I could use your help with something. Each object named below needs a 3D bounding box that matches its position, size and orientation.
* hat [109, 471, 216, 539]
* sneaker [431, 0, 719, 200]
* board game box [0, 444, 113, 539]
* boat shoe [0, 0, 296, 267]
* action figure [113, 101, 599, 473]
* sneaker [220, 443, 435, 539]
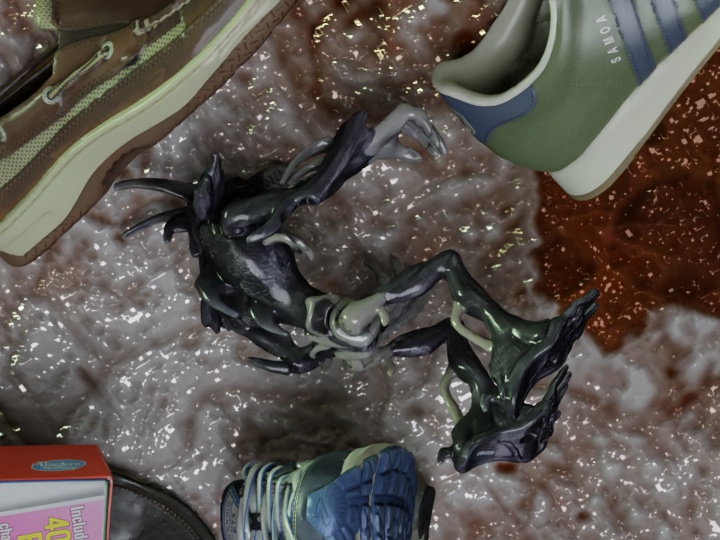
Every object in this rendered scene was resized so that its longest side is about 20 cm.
[{"bbox_3d":[-0.144,0.187,1.309,0.200,0.081,0.201,-1,115,-3],"label":"hat"},{"bbox_3d":[0.104,-0.124,1.186,0.090,0.067,0.200,25,114,-21],"label":"sneaker"},{"bbox_3d":[-0.205,0.149,1.211,0.199,0.040,0.153,0,107,-14],"label":"board game box"},{"bbox_3d":[-0.099,-0.089,1.186,0.075,0.075,0.202,42,106,-15],"label":"boat shoe"},{"bbox_3d":[0.000,0.000,1.222,0.200,0.102,0.119,30,144,20],"label":"action figure"},{"bbox_3d":[-0.020,0.112,1.236,0.085,0.200,0.077,7,79,7],"label":"sneaker"}]
